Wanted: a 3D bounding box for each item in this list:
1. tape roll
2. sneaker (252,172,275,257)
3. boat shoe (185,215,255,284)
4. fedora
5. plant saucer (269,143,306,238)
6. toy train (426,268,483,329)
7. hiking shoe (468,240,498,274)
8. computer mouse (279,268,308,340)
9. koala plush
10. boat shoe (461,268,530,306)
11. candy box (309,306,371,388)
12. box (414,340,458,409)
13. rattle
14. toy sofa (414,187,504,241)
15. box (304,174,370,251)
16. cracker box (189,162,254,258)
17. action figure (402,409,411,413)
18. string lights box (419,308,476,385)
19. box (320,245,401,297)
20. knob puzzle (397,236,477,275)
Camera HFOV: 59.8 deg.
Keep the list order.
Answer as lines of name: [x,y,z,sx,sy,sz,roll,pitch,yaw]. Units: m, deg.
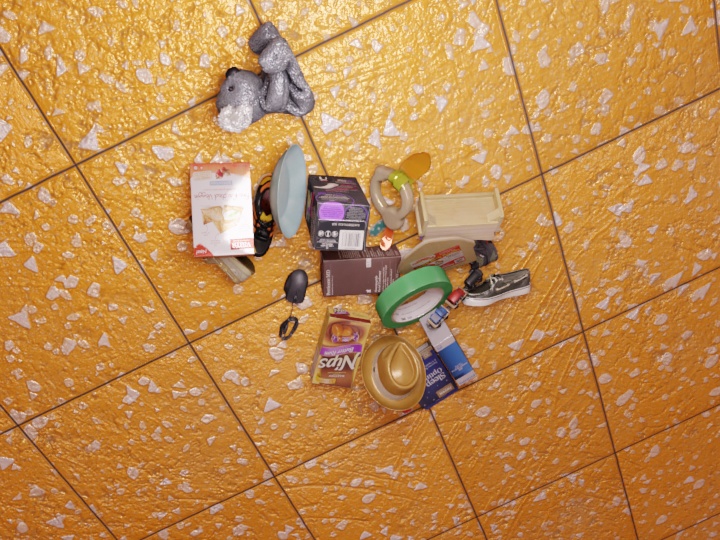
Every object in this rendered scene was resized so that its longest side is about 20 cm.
tape roll: [0.133,0.068,1.552,0.196,0.049,0.202,-22,152,-12]
sneaker: [-0.224,-0.116,1.432,0.068,0.090,0.204,11,111,-14]
boat shoe: [-0.335,-0.042,1.456,0.066,0.074,0.200,-41,111,13]
fedora: [0.097,0.253,1.611,0.196,0.205,0.082,11,151,-16]
plant saucer: [-0.163,-0.175,1.371,0.038,0.202,0.206,7,116,10]
toy train: [0.237,0.070,1.562,0.200,0.034,0.046,-45,159,-12]
hiking shoe: [0.265,-0.077,1.553,0.100,0.076,0.201,-35,117,3]
computer mouse: [-0.170,0.090,1.572,0.057,0.034,0.204,7,114,-15]
koala plush: [-0.210,-0.363,1.280,0.197,0.178,0.185,-31,127,1]
boat shoe: [0.351,0.038,1.632,0.195,0.071,0.065,-14,118,-13]
candy box: [-0.054,0.204,1.637,0.114,0.057,0.204,9,114,-16]
box: [0.189,0.303,1.743,0.120,0.033,0.202,-32,117,5]
rattle: [0.093,-0.168,1.499,0.127,0.143,0.204,13,130,22]
toy sofa: [0.227,-0.127,1.457,0.194,0.085,0.098,-4,151,-4]
box: [-0.055,-0.132,1.396,0.119,0.201,0.108,2,115,-11]
cracker box: [-0.304,-0.132,1.381,0.130,0.058,0.206,-3,89,-11]
action figure: [0.095,0.338,1.718,0.051,0.067,0.201,-13,137,27]
string lights box: [0.229,0.203,1.637,0.058,0.104,0.201,-31,132,5]
box: [0.000,0.000,1.542,0.195,0.075,0.102,-4,116,-7]
knob puzzle: [0.176,-0.041,1.482,0.214,0.031,0.221,-12,157,-5]
